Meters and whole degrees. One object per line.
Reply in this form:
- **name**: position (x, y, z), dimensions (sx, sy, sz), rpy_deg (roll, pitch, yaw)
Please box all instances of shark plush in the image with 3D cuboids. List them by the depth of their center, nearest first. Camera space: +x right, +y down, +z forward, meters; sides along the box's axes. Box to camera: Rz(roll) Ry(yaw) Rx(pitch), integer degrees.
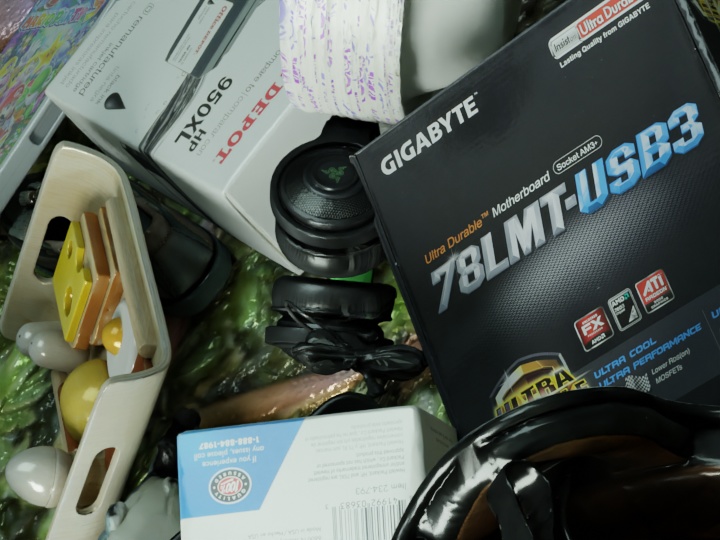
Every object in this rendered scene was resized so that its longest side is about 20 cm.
- **shark plush**: position (-0.127, 0.151, 1.520), dimensions (0.083, 0.091, 0.201), rpy_deg (-46, 32, 50)

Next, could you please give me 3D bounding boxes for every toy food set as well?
- **toy food set**: position (-0.158, 0.046, 1.578), dimensions (0.200, 0.060, 0.144), rpy_deg (-108, 32, -47)

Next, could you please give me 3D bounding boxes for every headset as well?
- **headset**: position (0.000, 0.000, 1.481), dimensions (0.094, 0.124, 0.200), rpy_deg (6, 26, 7)

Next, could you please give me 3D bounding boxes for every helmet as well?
- **helmet**: position (0.122, 0.148, 1.209), dimensions (0.200, 0.190, 0.201), rpy_deg (-19, 65, 51)

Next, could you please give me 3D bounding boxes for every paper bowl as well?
- **paper bowl**: position (0.030, -0.172, 1.474), dimensions (0.104, 0.201, 0.201), rpy_deg (8, 57, 8)

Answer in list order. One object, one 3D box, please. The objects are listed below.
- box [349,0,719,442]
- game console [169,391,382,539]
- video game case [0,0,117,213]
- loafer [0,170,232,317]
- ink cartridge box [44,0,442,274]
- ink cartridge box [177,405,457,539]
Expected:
- **box**: position (0.107, -0.012, 1.323), dimensions (0.200, 0.050, 0.199), rpy_deg (-33, 70, 33)
- **game console**: position (-0.014, 0.191, 1.346), dimensions (0.200, 0.116, 0.176), rpy_deg (-42, 39, 5)
- **video game case**: position (-0.201, -0.114, 1.812), dimensions (0.200, 0.018, 0.143), rpy_deg (-58, 23, -16)
- **loafer**: position (-0.151, -0.031, 1.692), dimensions (0.200, 0.063, 0.072), rpy_deg (20, 71, 48)
- **ink cartridge box**: position (-0.063, -0.104, 1.663), dimensions (0.145, 0.084, 0.200), rpy_deg (-52, 40, -7)
- **ink cartridge box**: position (-0.013, 0.168, 1.305), dimensions (0.116, 0.067, 0.201), rpy_deg (-7, 75, 16)
